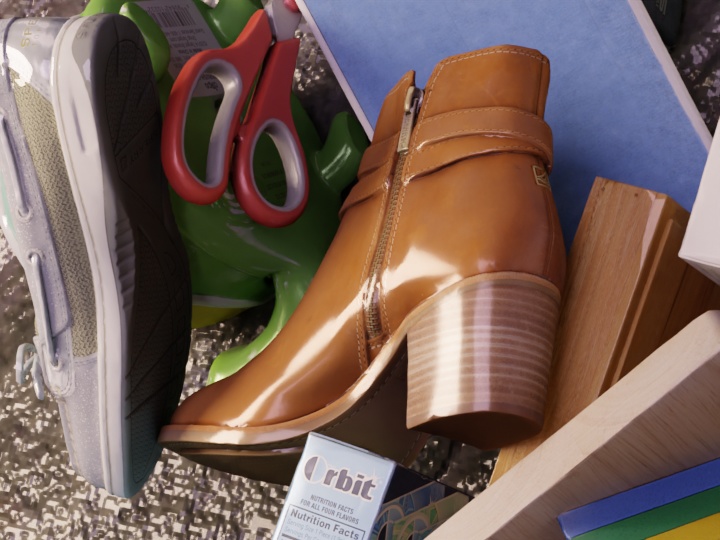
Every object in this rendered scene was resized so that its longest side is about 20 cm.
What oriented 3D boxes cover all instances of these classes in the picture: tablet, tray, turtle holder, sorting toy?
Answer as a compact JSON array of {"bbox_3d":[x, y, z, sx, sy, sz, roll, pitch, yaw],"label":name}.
[{"bbox_3d":[0.057,-0.088,1.149,0.129,0.014,0.201,-26,99,17],"label":"tablet"},{"bbox_3d":[0.093,0.074,1.095,0.037,0.099,0.201,17,84,30],"label":"tray"},{"bbox_3d":[-0.076,-0.030,1.213,0.132,0.185,0.141,-37,18,29],"label":"turtle holder"},{"bbox_3d":[0.113,0.140,0.999,0.199,0.200,0.070,-40,44,12],"label":"sorting toy"}]

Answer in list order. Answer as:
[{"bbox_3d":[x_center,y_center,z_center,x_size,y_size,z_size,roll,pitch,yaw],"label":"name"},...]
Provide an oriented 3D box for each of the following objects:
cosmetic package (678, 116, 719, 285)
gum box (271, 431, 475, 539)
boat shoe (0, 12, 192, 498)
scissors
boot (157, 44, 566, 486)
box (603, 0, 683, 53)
[{"bbox_3d":[0.204,-0.078,1.077,0.084,0.107,0.201,14,81,31],"label":"cosmetic package"},{"bbox_3d":[0.001,0.179,1.073,0.044,0.170,0.201,17,84,31],"label":"gum box"},{"bbox_3d":[-0.113,-0.005,1.114,0.064,0.074,0.203,3,116,20],"label":"boat shoe"},{"bbox_3d":[-0.038,-0.107,1.152,0.014,0.073,0.201,-25,45,47],"label":"scissors"},{"bbox_3d":[0.000,0.000,1.106,0.199,0.076,0.156,-20,59,46],"label":"boot"},{"bbox_3d":[0.073,-0.196,1.215,0.157,0.051,0.202,2,76,30],"label":"box"}]
